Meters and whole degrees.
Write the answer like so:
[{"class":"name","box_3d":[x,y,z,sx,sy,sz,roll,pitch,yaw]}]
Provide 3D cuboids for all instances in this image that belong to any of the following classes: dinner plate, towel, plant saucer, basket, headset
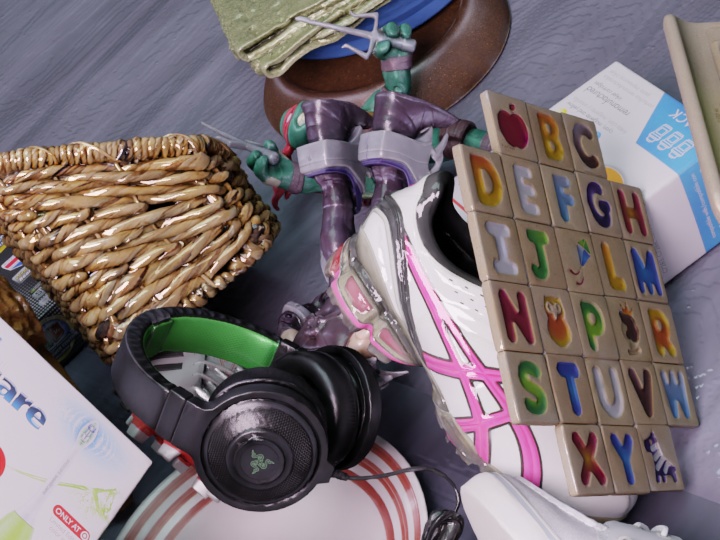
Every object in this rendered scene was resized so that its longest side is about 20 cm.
[{"class":"dinner plate","box_3d":[-0.053,0.165,0.831,0.199,0.024,0.201,-18,41,16]},{"class":"towel","box_3d":[-0.042,-0.219,1.107,0.148,0.037,0.200,-30,40,1]},{"class":"plant saucer","box_3d":[0.012,-0.171,1.140,0.199,0.035,0.201,-17,40,15]},{"class":"basket","box_3d":[-0.144,-0.040,0.942,0.143,0.149,0.200,-40,5,-11]},{"class":"headset","box_3d":[-0.038,0.090,0.775,0.199,0.094,0.123,29,20,18]}]

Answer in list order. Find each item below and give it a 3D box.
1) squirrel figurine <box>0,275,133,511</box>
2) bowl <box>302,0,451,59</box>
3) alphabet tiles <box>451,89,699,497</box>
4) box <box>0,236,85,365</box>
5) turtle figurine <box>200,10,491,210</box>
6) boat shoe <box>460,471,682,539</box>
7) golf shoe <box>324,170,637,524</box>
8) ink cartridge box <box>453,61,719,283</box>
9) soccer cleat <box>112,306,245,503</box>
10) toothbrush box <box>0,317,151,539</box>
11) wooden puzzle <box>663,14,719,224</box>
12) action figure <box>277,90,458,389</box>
[{"class":"squirrel figurine","box_3d":[-0.258,0.100,0.884,0.186,0.201,0.141,-33,44,-22]},{"class":"bowl","box_3d":[0.001,-0.233,1.155,0.200,0.039,0.201,-17,40,15]},{"class":"alphabet tiles","box_3d":[0.110,0.011,0.755,0.006,0.166,0.201,-24,70,37]},{"class":"box","box_3d":[-0.278,0.045,1.077,0.200,0.044,0.160,-46,42,-19]},{"class":"turtle figurine","box_3d":[0.005,-0.091,1.008,0.199,0.101,0.150,20,66,28]},{"class":"boat shoe","box_3d":[0.127,0.151,0.689,0.068,0.072,0.200,-34,46,-18]},{"class":"golf shoe","box_3d":[0.073,0.042,0.762,0.092,0.200,0.073,-45,-4,33]},{"class":"ink cartridge box","box_3d":[0.112,-0.022,0.893,0.200,0.068,0.115,-36,40,-7]},{"class":"soccer cleat","box_3d":[-0.091,0.069,0.882,0.085,0.069,0.200,-48,18,-5]},{"class":"toothbrush box","box_3d":[-0.218,0.123,0.722,0.086,0.146,0.200,-29,20,46]},{"class":"wooden puzzle","box_3d":[0.275,-0.090,0.834,0.199,0.037,0.186,0,43,-1]},{"class":"action figure","box_3d":[0.000,0.000,0.875,0.130,0.069,0.201,-3,73,41]}]
